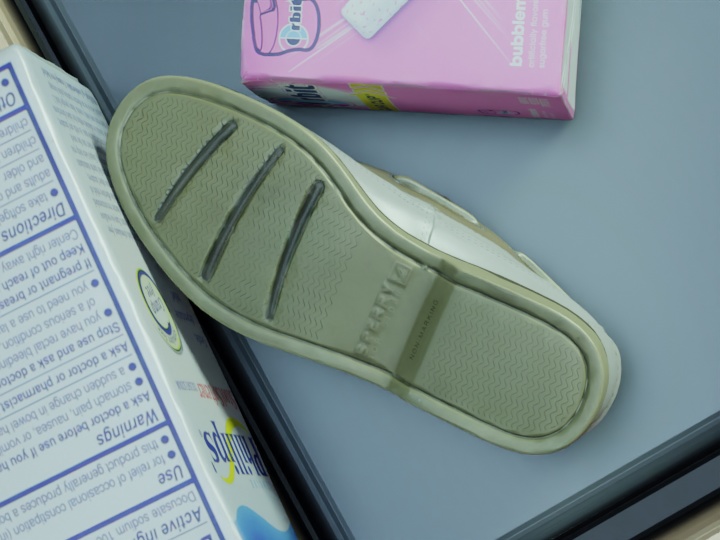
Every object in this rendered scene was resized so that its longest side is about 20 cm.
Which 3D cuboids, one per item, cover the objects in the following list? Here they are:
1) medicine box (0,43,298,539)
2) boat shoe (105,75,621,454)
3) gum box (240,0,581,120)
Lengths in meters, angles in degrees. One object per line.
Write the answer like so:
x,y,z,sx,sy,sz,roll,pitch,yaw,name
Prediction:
-0.147,0.053,1.049,0.181,0.103,0.201,-26,82,7,medicine box
0.000,0.000,1.046,0.200,0.068,0.075,34,100,9,boat shoe
0.025,-0.159,1.055,0.113,0.066,0.201,4,86,8,gum box
